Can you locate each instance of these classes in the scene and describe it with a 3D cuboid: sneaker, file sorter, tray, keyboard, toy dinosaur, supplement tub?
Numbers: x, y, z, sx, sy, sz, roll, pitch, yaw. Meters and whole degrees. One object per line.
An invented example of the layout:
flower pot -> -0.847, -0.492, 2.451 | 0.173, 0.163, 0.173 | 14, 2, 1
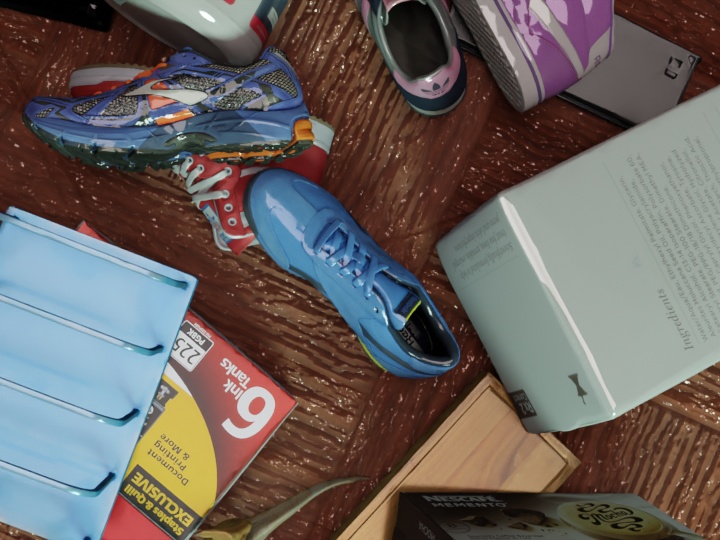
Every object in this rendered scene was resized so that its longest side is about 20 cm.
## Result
sneaker -> -0.132, -0.113, 0.918 | 0.198, 0.075, 0.079 | -2, 81, -6
file sorter -> -0.206, 0.073, 0.853 | 0.138, 0.123, 0.201 | 21, 87, -3
sneaker -> -0.126, -0.078, 0.980 | 0.198, 0.071, 0.113 | 14, 82, -7
sneaker -> 0.000, 0.000, 0.955 | 0.200, 0.078, 0.066 | 48, 69, -19
tray -> 0.062, 0.183, 0.998 | 0.099, 0.037, 0.200 | 44, 83, -2
keyboard -> 0.173, -0.197, 1.044 | 0.199, 0.021, 0.128 | 26, 90, -4
sneaker -> 0.026, -0.215, 0.994 | 0.070, 0.082, 0.201 | -28, 84, 4
sneaker -> 0.121, -0.234, 1.000 | 0.114, 0.073, 0.201 | -30, 103, -5
toy dinosaur -> -0.088, 0.194, 0.958 | 0.199, 0.106, 0.061 | -34, 94, 0
supplement tub -> -0.094, -0.262, 0.961 | 0.140, 0.140, 0.201 | 29, 84, -3

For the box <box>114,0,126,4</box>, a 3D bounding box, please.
box -> -0.137, -0.298, 0.884 | 0.158, 0.048, 0.201 | -32, 59, 14

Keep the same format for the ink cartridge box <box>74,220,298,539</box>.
ink cartridge box -> -0.175, 0.097, 0.957 | 0.200, 0.084, 0.176 | 39, 85, -2

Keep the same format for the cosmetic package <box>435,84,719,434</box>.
cosmetic package -> 0.190, -0.003, 0.943 | 0.199, 0.165, 0.166 | -25, 85, -16

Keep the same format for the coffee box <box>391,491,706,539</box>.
coffee box -> 0.131, 0.211, 0.935 | 0.198, 0.113, 0.081 | 4, 99, -20

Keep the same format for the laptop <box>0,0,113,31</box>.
laptop -> -0.252, -0.308, 1.015 | 0.176, 0.103, 0.201 | 13, 110, -4
